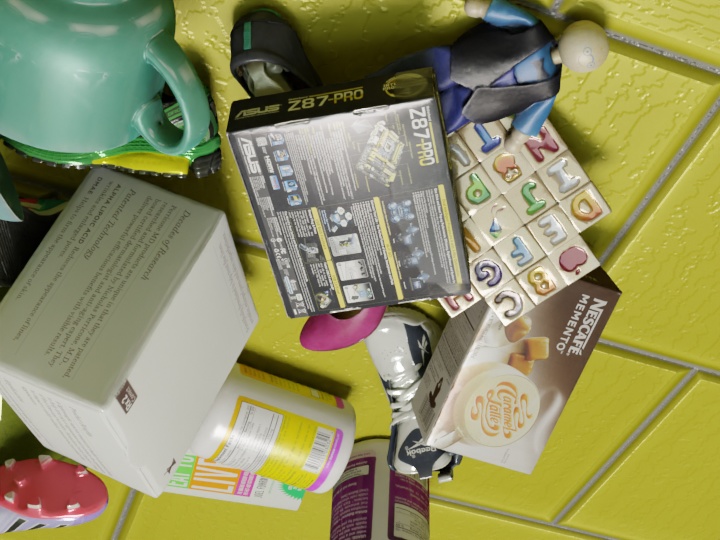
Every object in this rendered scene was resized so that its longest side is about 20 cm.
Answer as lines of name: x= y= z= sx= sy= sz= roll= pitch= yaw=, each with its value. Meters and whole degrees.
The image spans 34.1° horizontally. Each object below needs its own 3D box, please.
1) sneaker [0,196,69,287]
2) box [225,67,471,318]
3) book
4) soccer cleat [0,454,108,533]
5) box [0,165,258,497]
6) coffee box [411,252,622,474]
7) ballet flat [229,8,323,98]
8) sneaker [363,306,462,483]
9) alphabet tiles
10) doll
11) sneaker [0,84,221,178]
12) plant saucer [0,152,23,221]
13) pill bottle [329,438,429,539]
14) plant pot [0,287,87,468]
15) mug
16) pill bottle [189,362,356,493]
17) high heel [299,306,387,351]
sneaker: x=-0.320 y=-0.028 z=1.011 sx=0.120 sy=0.200 sz=0.084 roll=-3 pitch=94 yaw=22
box: x=-0.004 y=-0.055 z=0.935 sx=0.160 sy=0.049 sz=0.200 roll=-8 pitch=131 yaw=9
book: x=-0.156 y=0.219 z=1.342 sx=0.199 sy=0.048 sz=0.134 roll=9 pitch=140 yaw=-9
soccer cleat: x=-0.324 y=0.214 z=1.066 sx=0.199 sy=0.067 sz=0.077 roll=-2 pitch=132 yaw=1
box: x=-0.199 y=0.056 z=1.008 sx=0.130 sy=0.200 sz=0.199 roll=21 pitch=154 yaw=15
coffee box: x=0.140 y=0.074 z=1.088 sx=0.114 sy=0.080 sz=0.201 roll=18 pitch=110 yaw=-15
ballet flat: x=-0.047 y=-0.119 z=0.956 sx=0.073 sy=0.073 sz=0.200 roll=-17 pitch=133 yaw=20
sneaker: x=0.057 y=0.137 z=1.176 sx=0.079 sy=0.130 sz=0.199 roll=-11 pitch=135 yaw=13
alphabet tiles: x=0.106 y=-0.055 z=0.989 sx=0.166 sy=0.006 sz=0.200 roll=-34 pitch=104 yaw=15
doll: x=0.098 y=-0.147 z=0.926 sx=0.199 sy=0.049 sz=0.137 roll=-19 pitch=119 yaw=13
sneaker: x=-0.210 y=-0.129 z=0.967 sx=0.199 sy=0.078 sz=0.086 roll=5 pitch=105 yaw=6
plant saucer: x=-0.308 y=-0.123 z=0.878 sx=0.027 sy=0.200 sz=0.201 roll=-25 pitch=136 yaw=-9
pill bottle: x=0.021 y=0.297 z=1.294 sx=0.112 sy=0.201 sz=0.113 roll=2 pitch=137 yaw=2
plant pot: x=-0.355 y=0.097 z=1.132 sx=0.199 sy=0.201 sz=0.194 roll=8 pitch=125 yaw=-5
mug: x=-0.195 y=-0.174 z=0.848 sx=0.184 sy=0.152 sz=0.115 roll=9 pitch=135 yaw=-17
pill bottle: x=-0.112 y=0.156 z=1.225 sx=0.199 sy=0.105 sz=0.104 roll=21 pitch=134 yaw=-17
high heel: x=0.000 y=0.000 z=1.079 sx=0.200 sy=0.068 sz=0.096 roll=-39 pitch=134 yaw=18
